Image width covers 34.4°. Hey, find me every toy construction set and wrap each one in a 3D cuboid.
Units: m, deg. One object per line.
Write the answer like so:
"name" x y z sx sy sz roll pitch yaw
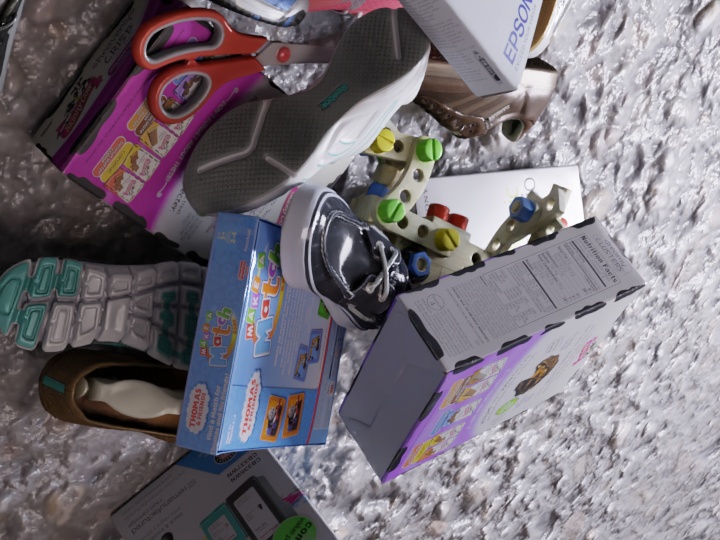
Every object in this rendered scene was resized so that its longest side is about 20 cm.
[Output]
"toy construction set" 0.069 -0.045 0.930 0.197 0.092 0.133 19 78 -16

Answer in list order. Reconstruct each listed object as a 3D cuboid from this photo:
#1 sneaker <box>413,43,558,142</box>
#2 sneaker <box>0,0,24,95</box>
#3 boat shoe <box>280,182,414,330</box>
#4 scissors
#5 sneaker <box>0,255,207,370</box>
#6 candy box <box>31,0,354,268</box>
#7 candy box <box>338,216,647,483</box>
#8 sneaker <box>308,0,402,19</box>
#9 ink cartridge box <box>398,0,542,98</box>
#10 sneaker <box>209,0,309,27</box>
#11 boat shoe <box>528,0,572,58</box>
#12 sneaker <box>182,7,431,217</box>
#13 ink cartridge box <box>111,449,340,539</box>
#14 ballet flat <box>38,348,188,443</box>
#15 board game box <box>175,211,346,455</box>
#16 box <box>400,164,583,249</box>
"sneaker" 0.081 -0.140 0.937 0.197 0.070 0.077 0 120 -38
"sneaker" -0.234 -0.148 0.678 0.073 0.079 0.203 -4 122 -38
"boat shoe" 0.000 0.000 0.818 0.200 0.067 0.073 58 48 -63
"scissors" -0.062 -0.151 0.777 0.198 0.014 0.074 -21 126 -30
"sneaker" -0.173 0.022 0.833 0.198 0.091 0.079 13 90 -35
"candy box" -0.112 -0.086 0.827 0.137 0.061 0.200 -52 135 0
"candy box" 0.098 0.061 0.894 0.198 0.072 0.169 -21 153 -30
"sneaker" 0.017 -0.202 0.842 0.198 0.074 0.088 -21 131 -26
"ink cartridge box" 0.065 -0.256 0.778 0.200 0.040 0.202 40 57 -39
"sneaker" -0.105 -0.219 0.716 0.198 0.076 0.078 30 92 -32
"boat shoe" 0.156 -0.266 0.921 0.203 0.070 0.069 -67 160 8
"sneaker" -0.030 -0.094 0.799 0.199 0.071 0.080 -35 160 -7
"ink cartridge box" -0.085 0.261 0.984 0.146 0.200 0.147 -38 135 -11
"ballet flat" -0.132 0.094 0.845 0.197 0.072 0.069 13 87 -29
"board game box" -0.059 0.049 0.832 0.200 0.036 0.154 20 80 -71
"box" 0.121 -0.014 1.031 0.197 0.036 0.147 -8 92 -33
